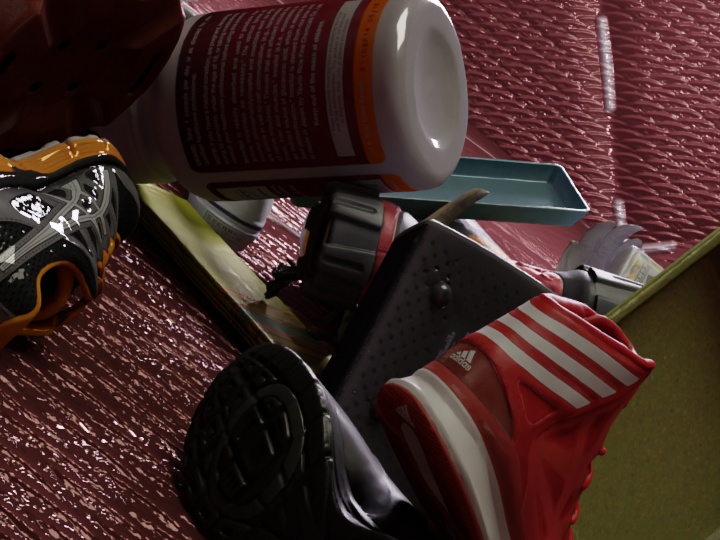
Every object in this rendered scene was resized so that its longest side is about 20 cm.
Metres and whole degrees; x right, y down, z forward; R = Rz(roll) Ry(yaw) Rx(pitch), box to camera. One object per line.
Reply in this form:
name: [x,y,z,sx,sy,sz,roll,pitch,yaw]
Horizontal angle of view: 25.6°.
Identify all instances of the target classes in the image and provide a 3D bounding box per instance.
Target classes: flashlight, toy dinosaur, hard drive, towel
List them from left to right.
towel: [-0.078,0.010,0.949,0.200,0.018,0.086,45,10,33]
toy dinosaur: [0.000,0.000,0.942,0.088,0.047,0.200,27,48,7]
flashlight: [0.067,0.006,0.892,0.200,0.068,0.068,15,45,-12]
hard drive: [0.068,0.073,0.834,0.200,0.135,0.042,34,-11,-32]

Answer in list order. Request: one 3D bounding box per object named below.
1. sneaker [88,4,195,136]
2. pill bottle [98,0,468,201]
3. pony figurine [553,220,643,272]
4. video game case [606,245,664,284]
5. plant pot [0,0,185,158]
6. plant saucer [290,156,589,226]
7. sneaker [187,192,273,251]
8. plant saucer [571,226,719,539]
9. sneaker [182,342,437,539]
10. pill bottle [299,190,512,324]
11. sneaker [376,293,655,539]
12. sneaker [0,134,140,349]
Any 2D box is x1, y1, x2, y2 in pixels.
sneaker: [-0.146,-0.146,1.132,0.078,0.099,0.200,35,12,-16]
pill bottle: [-0.047,-0.098,0.924,0.200,0.113,0.113,-2,-6,24]
pony figurine: [0.173,0.068,1.080,0.166,0.193,0.200,27,8,-7]
video game case: [0.187,0.114,0.959,0.182,0.200,0.023,38,-28,-9]
plant pot: [-0.209,-0.173,0.860,0.195,0.201,0.201,50,14,16]
plant saucer: [0.045,-0.055,1.030,0.200,0.019,0.070,3,30,-13]
sneaker: [-0.084,-0.075,1.117,0.073,0.071,0.200,34,12,-21]
plant saucer: [0.166,0.091,0.837,0.048,0.200,0.200,12,-49,56]
sneaker: [-0.007,0.113,0.657,0.091,0.076,0.200,40,13,-50]
pill bottle: [0.046,0.020,1.035,0.116,0.116,0.200,29,14,-39]
sneaker: [0.087,0.092,0.680,0.078,0.115,0.200,45,-17,40]
sneaker: [-0.144,-0.009,0.697,0.077,0.078,0.200,53,16,4]
